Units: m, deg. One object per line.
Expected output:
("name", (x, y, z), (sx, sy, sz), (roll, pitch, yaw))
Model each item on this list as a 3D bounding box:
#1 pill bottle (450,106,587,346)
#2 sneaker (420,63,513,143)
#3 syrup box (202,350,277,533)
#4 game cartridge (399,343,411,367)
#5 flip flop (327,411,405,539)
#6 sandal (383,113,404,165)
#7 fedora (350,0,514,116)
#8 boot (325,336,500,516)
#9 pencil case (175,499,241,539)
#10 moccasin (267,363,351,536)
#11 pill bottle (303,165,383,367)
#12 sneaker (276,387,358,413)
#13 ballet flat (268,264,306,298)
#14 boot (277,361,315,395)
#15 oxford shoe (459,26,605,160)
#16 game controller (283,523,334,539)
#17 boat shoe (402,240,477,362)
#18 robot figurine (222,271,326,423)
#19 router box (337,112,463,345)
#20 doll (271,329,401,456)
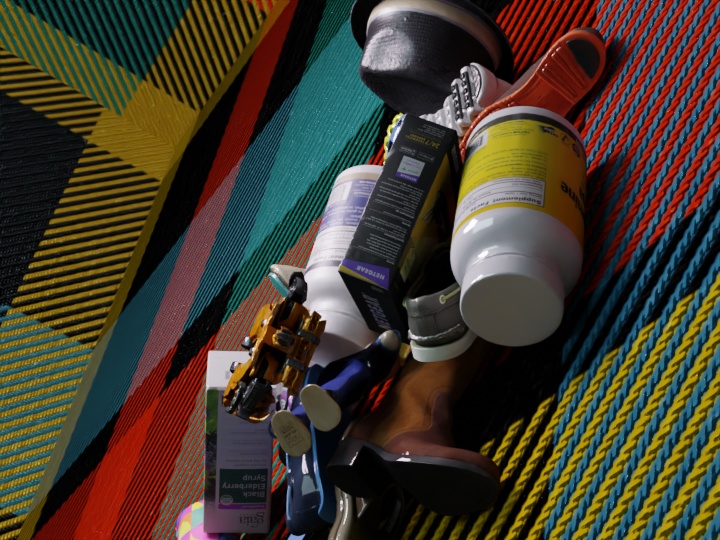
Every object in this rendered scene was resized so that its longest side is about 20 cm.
("pill bottle", (0.136, -0.038, 1.115), (0.112, 0.112, 0.202), (-46, 22, 42))
("sneaker", (0.108, -0.148, 1.443), (0.200, 0.080, 0.076), (-40, 47, 51))
("syrup box", (-0.138, 0.197, 1.479), (0.082, 0.078, 0.203), (-100, 13, -62))
("game cartridge", (0.078, -0.001, 1.385), (0.202, 0.032, 0.176), (-63, 16, 5))
("flip flop", (0.011, 0.216, 1.171), (0.057, 0.082, 0.201), (-14, 38, 22))
("sandal", (0.055, -0.107, 1.557), (0.202, 0.079, 0.087), (-68, 19, 8))
("fedora", (0.071, -0.233, 1.473), (0.200, 0.199, 0.092), (-33, 30, 58))
("boot", (0.085, 0.115, 1.135), (0.187, 0.069, 0.201), (-12, 34, 52))
("pencil case", (-0.177, 0.349, 1.494), (0.089, 0.088, 0.201), (-56, 17, 18))
("moccasin", (-0.055, 0.169, 1.268), (0.068, 0.080, 0.201), (-37, 25, 22))
("pill bottle", (0.000, 0.000, 1.373), (0.111, 0.110, 0.202), (-36, 32, 56))
("sneaker", (-0.041, 0.154, 1.448), (0.099, 0.076, 0.200), (-23, -6, -11))
("ballet flat", (-0.044, 0.043, 1.462), (0.068, 0.201, 0.070), (-10, 52, 12))
("boot", (-0.091, 0.117, 1.655), (0.096, 0.073, 0.201), (-49, 11, 54))
("oxford shoe", (0.173, -0.161, 1.304), (0.200, 0.071, 0.073), (-43, 5, 26))
("game controller", (-0.054, 0.268, 1.322), (0.201, 0.042, 0.104), (-58, 17, 11))
("boat shoe", (0.088, 0.009, 1.182), (0.071, 0.061, 0.202), (-8, 24, 24))
("robot figurine", (-0.082, 0.081, 1.238), (0.147, 0.058, 0.200), (-68, 9, -16))
("router box", (0.046, -0.032, 1.221), (0.200, 0.052, 0.159), (62, -130, -71))
("doll", (-0.015, 0.106, 1.196), (0.136, 0.049, 0.200), (-42, -4, 27))
